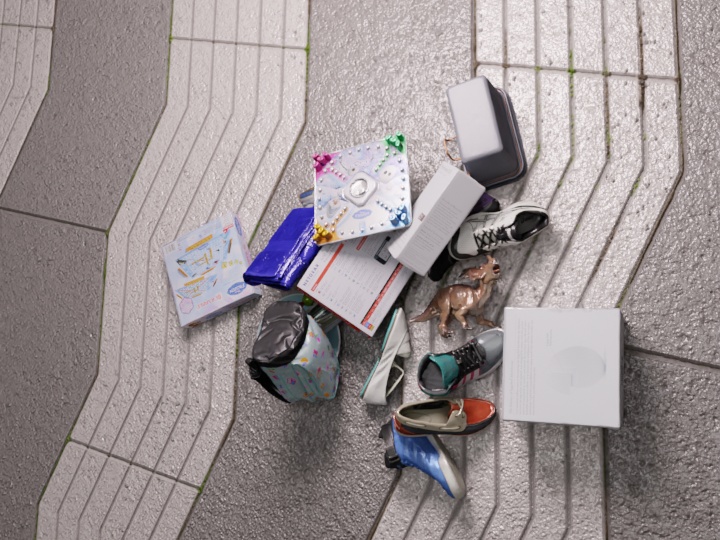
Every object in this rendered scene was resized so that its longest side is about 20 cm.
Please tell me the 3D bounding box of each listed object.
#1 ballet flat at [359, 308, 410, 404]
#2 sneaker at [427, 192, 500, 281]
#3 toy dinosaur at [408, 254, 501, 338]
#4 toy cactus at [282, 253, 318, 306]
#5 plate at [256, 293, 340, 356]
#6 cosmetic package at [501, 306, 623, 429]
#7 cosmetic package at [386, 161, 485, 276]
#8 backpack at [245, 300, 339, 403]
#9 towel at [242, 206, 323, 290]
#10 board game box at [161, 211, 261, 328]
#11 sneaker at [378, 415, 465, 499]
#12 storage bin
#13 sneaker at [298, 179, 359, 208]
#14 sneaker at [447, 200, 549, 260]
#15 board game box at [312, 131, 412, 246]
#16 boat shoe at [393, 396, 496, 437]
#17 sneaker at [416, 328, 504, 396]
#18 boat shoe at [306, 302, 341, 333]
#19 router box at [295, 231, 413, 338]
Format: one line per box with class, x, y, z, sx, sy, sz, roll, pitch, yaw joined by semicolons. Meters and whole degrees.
ballet flat;0.063;0.175;1.520;0.069;0.069;0.202;24;95;24
sneaker;0.202;-0.061;1.490;0.087;0.076;0.201;28;92;19
toy dinosaur;0.190;0.053;1.471;0.198;0.086;0.137;-13;77;25
toy cactus;-0.116;-0.007;1.609;0.164;0.103;0.200;-26;44;-7
plate;-0.129;0.150;1.620;0.198;0.026;0.202;-4;81;22
cosmetic package;0.360;0.170;1.355;0.198;0.123;0.201;0;82;22
cosmetic package;0.138;-0.098;1.434;0.074;0.102;0.201;30;99;-17
backpack;-0.123;0.176;1.494;0.125;0.201;0.168;0;47;26
towel;-0.143;-0.051;1.534;0.147;0.050;0.201;5;52;45
board game box;-0.338;0.000;1.724;0.199;0.041;0.201;-24;73;18
sneaker;0.109;0.363;1.453;0.111;0.077;0.201;-36;65;7
storage bin;0.224;-0.270;1.481;0.144;0.134;0.202;-16;75;20
sneaker;-0.039;-0.146;1.586;0.199;0.075;0.089;-12;105;47
sneaker;0.257;-0.076;1.425;0.199;0.088;0.076;-25;104;-1
board game box;-0.003;-0.160;1.475;0.198;0.026;0.202;-12;65;21
boat shoe;0.159;0.266;1.420;0.198;0.063;0.072;-5;53;-5
sneaker;0.181;0.171;1.422;0.200;0.120;0.084;-39;69;20
boat shoe;-0.033;0.057;1.558;0.200;0.062;0.072;-43;70;-3
router box;0.000;0.000;1.513;0.179;0.049;0.201;35;80;-3
